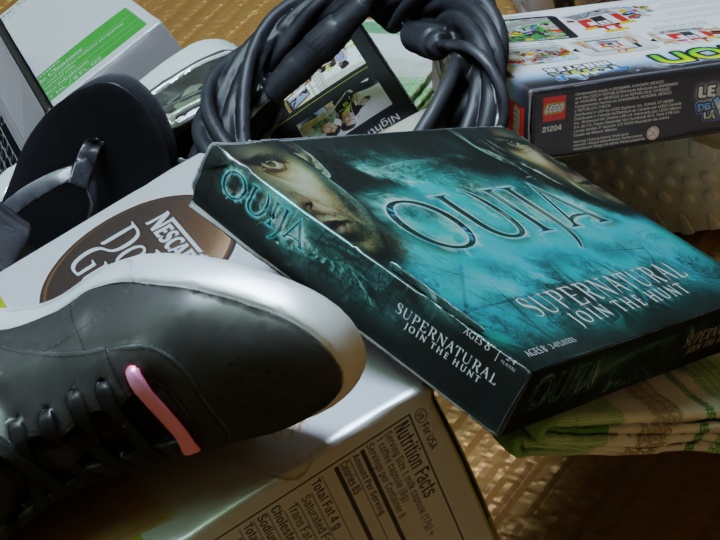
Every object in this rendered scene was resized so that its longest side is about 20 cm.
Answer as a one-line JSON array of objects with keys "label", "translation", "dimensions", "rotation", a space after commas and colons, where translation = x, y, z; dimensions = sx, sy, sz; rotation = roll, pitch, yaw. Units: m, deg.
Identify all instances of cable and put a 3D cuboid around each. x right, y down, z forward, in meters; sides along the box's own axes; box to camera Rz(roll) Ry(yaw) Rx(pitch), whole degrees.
[{"label": "cable", "translation": [-0.001, -0.076, 0.785], "dimensions": [0.199, 0.051, 0.164], "rotation": [-1, 51, 45]}]

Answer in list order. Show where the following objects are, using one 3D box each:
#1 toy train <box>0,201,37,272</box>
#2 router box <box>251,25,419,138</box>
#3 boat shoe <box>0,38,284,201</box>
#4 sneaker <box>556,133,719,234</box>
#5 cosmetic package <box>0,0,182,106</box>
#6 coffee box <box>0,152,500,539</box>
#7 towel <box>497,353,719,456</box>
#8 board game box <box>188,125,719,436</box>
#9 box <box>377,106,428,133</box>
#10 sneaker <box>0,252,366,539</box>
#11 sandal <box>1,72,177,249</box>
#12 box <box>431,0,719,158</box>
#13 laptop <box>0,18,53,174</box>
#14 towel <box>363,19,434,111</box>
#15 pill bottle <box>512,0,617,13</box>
[{"label": "toy train", "translation": [-0.156, 0.041, 0.738], "dimensions": [0.114, 0.200, 0.085], "rotation": [-38, 22, 32]}, {"label": "router box", "translation": [-0.064, -0.052, 0.932], "dimensions": [0.199, 0.051, 0.149], "rotation": [-34, 42, 5]}, {"label": "boat shoe", "translation": [-0.126, -0.042, 0.877], "dimensions": [0.200, 0.071, 0.064], "rotation": [-42, 41, -3]}, {"label": "sneaker", "translation": [0.130, -0.077, 0.878], "dimensions": [0.080, 0.077, 0.199], "rotation": [-34, 36, -32]}, {"label": "cosmetic package", "translation": [-0.175, -0.120, 1.086], "dimensions": [0.107, 0.085, 0.200], "rotation": [-41, 33, -7]}, {"label": "coffee box", "translation": [-0.066, 0.113, 0.629], "dimensions": [0.197, 0.201, 0.200], "rotation": [-31, 36, -10]}, {"label": "towel", "translation": [0.085, 0.026, 0.666], "dimensions": [0.199, 0.031, 0.149], "rotation": [4, 29, -44]}, {"label": "board game box", "translation": [0.049, -0.006, 0.598], "dimensions": [0.135, 0.028, 0.200], "rotation": [36, 23, 24]}, {"label": "box", "translation": [0.000, 0.000, 0.834], "dimensions": [0.199, 0.095, 0.078], "rotation": [-27, 34, -5]}, {"label": "sneaker", "translation": [-0.093, 0.056, 0.490], "dimensions": [0.199, 0.071, 0.099], "rotation": [-8, 40, 30]}, {"label": "sandal", "translation": [-0.159, -0.008, 0.833], "dimensions": [0.200, 0.076, 0.043], "rotation": [-50, 8, 19]}, {"label": "box", "translation": [0.145, -0.099, 0.807], "dimensions": [0.199, 0.035, 0.110], "rotation": [-10, 26, -18]}, {"label": "laptop", "translation": [-0.250, -0.035, 0.980], "dimensions": [0.115, 0.201, 0.187], "rotation": [-10, 34, -22]}, {"label": "towel", "translation": [-0.032, -0.083, 1.026], "dimensions": [0.149, 0.031, 0.200], "rotation": [11, 50, 43]}, {"label": "pill bottle", "translation": [0.175, -0.231, 1.012], "dimensions": [0.199, 0.115, 0.115], "rotation": [-23, 34, 1]}]
